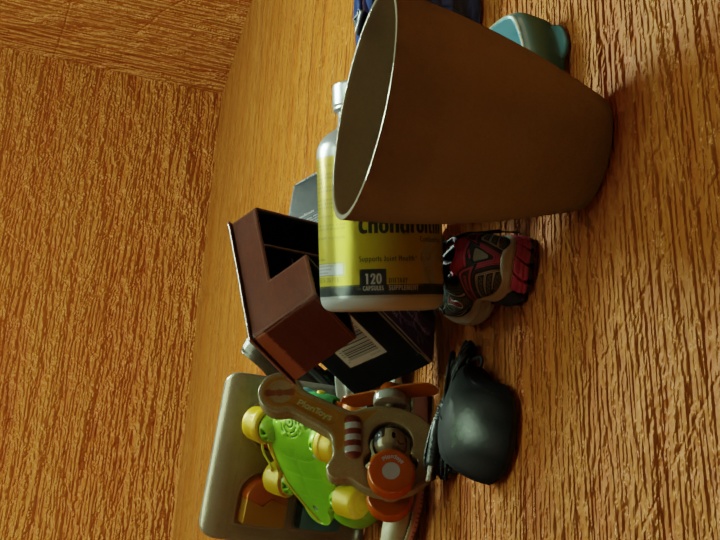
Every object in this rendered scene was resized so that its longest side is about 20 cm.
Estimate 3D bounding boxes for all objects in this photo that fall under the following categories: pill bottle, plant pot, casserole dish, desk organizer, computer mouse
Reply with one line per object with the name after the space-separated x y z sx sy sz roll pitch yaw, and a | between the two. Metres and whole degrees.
0.017 -0.065 1.420 0.112 0.111 0.203 170 98 -77 | pill bottle
0.095 -0.113 1.293 0.187 0.198 0.190 -168 90 -79 | plant pot
0.107 -0.160 1.472 0.200 0.039 0.122 -41 35 26 | casserole dish
-0.067 0.009 1.534 0.077 0.072 0.201 -34 34 12 | desk organizer
0.090 0.139 1.454 0.200 0.052 0.140 -157 79 -78 | computer mouse

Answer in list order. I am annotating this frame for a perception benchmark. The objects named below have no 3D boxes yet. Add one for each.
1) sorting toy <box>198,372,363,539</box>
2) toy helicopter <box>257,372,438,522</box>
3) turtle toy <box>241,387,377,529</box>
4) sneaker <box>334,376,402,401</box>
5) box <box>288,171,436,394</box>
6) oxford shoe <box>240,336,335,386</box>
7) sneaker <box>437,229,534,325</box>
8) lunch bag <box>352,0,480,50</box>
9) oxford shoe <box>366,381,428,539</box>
-0.072 0.219 1.807 0.036 0.198 0.187 13 92 64 | sorting toy
-0.009 0.150 1.598 0.133 0.198 0.079 -58 -15 -26 | toy helicopter
-0.033 0.206 1.737 0.101 0.145 0.202 -42 -53 -35 | turtle toy
0.019 0.092 1.834 0.146 0.080 0.202 -7 -100 -71 | sneaker
0.000 0.000 1.670 0.104 0.148 0.201 -25 38 29 | box
-0.065 0.148 1.887 0.084 0.200 0.073 -40 1 3 | oxford shoe
0.099 -0.001 1.487 0.200 0.074 0.082 139 141 -72 | sneaker
0.055 -0.295 1.818 0.136 0.131 0.201 113 163 -47 | lunch bag
0.026 0.208 1.646 0.071 0.073 0.202 118 159 -55 | oxford shoe
